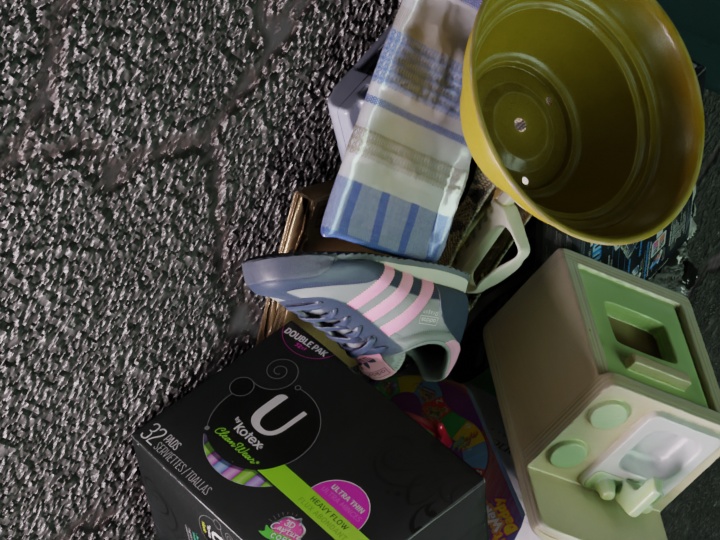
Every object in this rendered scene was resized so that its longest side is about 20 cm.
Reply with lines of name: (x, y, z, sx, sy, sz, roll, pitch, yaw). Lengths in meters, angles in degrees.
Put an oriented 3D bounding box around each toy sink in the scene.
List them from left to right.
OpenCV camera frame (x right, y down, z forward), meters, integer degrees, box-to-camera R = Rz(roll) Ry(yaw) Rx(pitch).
toy sink: (0.187, 0.101, 1.727, 0.130, 0.200, 0.112, 21, 129, -29)

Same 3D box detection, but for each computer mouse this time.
computer mouse: (0.108, 0.024, 1.855, 0.200, 0.053, 0.139, -29, 142, -45)

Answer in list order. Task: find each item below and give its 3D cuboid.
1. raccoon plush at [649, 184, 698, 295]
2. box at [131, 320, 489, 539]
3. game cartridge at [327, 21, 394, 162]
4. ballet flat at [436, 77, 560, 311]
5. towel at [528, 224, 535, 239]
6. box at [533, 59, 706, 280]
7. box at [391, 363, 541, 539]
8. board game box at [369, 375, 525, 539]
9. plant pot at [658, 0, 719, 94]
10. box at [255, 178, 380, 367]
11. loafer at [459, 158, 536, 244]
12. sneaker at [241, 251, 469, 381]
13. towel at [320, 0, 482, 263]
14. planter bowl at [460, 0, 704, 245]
raccoon plush: (0.204, -0.018, 2.020, 0.097, 0.200, 0.134, 58, 18, -19)
box: (-0.031, 0.162, 1.588, 0.148, 0.200, 0.124, -36, 142, -23)
game cartridge: (0.052, -0.126, 1.643, 0.200, 0.041, 0.133, -49, 141, -30)
ballet flat: (0.106, -0.044, 1.690, 0.068, 0.075, 0.200, 5, 132, -33)
towel: (0.160, -0.103, 1.879, 0.132, 0.034, 0.200, -24, 137, -47)
box: (0.197, -0.052, 1.815, 0.159, 0.046, 0.200, -44, 151, -28)
box: (0.106, 0.190, 1.881, 0.171, 0.199, 0.200, -27, 136, -48)
board game box: (0.022, 0.150, 1.695, 0.158, 0.200, 0.039, -23, 143, 1)
plant pot: (0.338, -0.207, 1.906, 0.141, 0.200, 0.141, -59, 152, -4)
box: (0.000, 0.000, 1.710, 0.200, 0.021, 0.164, -20, 132, -53)
loafer: (0.130, -0.102, 1.782, 0.071, 0.073, 0.200, 2, 124, -47)
sneaker: (0.001, 0.031, 1.605, 0.200, 0.070, 0.082, 8, 81, -43)
towel: (0.046, -0.105, 1.591, 0.147, 0.024, 0.200, 17, 94, -59)
planter bowl: (0.128, -0.106, 1.578, 0.200, 0.083, 0.201, 11, 71, -34)
